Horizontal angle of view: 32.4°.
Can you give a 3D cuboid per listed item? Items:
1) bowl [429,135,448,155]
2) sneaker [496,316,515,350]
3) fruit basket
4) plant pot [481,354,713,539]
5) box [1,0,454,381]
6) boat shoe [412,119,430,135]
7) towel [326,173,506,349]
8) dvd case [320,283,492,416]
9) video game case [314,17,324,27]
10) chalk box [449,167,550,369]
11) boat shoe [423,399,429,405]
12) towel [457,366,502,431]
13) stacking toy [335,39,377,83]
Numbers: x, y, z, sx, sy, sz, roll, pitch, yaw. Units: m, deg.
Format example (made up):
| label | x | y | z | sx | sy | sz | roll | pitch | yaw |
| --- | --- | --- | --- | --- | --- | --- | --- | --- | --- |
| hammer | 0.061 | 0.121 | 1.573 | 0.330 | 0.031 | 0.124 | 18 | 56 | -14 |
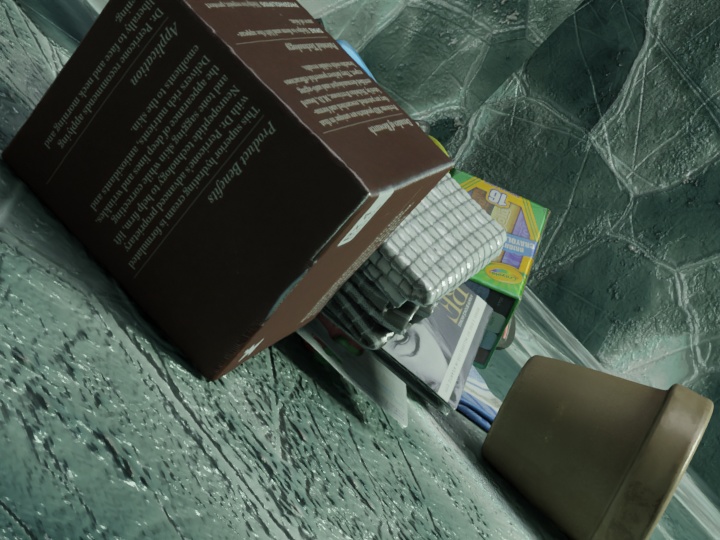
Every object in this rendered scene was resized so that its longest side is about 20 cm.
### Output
| label | x | y | z | sx | sy | sz | roll | pitch | yaw |
| --- | --- | --- | --- | --- | --- | --- | --- | --- | --- |
| bowl | 0.041 | -0.069 | 1.575 | 0.107 | 0.201 | 0.200 | -7 | 34 | -21 |
| sneaker | 0.101 | 0.033 | 1.497 | 0.200 | 0.074 | 0.087 | 31 | -23 | -22 |
| fruit basket | -0.032 | 0.026 | 1.026 | 0.185 | 0.094 | 0.200 | 42 | 25 | -18 |
| plant pot | 0.214 | 0.172 | 1.187 | 0.174 | 0.201 | 0.200 | 28 | 5 | 12 |
| box | -0.081 | -0.072 | 0.798 | 0.200 | 0.166 | 0.164 | 46 | 23 | 6 |
| boat shoe | -0.016 | -0.169 | 1.463 | 0.199 | 0.061 | 0.074 | 15 | 2 | 14 |
| towel | 0.001 | -0.048 | 0.957 | 0.200 | 0.086 | 0.166 | 46 | 33 | 5 |
| dvd case | 0.015 | 0.009 | 0.995 | 0.200 | 0.016 | 0.149 | 41 | 34 | -7 |
| video game case | -0.135 | -0.223 | 1.286 | 0.181 | 0.199 | 0.026 | -88 | 161 | -78 |
| chalk box | 0.110 | 0.011 | 1.336 | 0.123 | 0.125 | 0.200 | 24 | 44 | 4 |
| boat shoe | 0.073 | 0.041 | 1.143 | 0.072 | 0.065 | 0.201 | -119 | -163 | -52 |
| towel | 0.103 | 0.110 | 1.394 | 0.147 | 0.024 | 0.200 | 37 | 12 | -39 |
| stacking toy | -0.070 | -0.161 | 1.327 | 0.200 | 0.110 | 0.116 | -4 | -59 | 59 |
